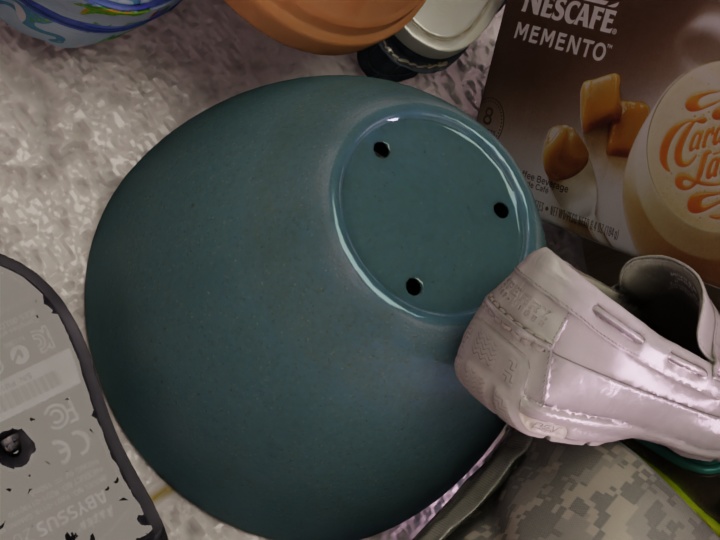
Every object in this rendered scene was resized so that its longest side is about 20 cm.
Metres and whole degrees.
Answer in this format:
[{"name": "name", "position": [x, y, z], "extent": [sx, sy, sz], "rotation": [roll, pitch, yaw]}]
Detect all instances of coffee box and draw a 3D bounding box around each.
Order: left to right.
[{"name": "coffee box", "position": [0.147, -0.059, 0.755], "extent": [0.079, 0.199, 0.115], "rotation": [8, 102, -42]}]

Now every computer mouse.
[{"name": "computer mouse", "position": [-0.135, 0.090, 0.665], "extent": [0.137, 0.053, 0.202], "rotation": [-20, 88, -23]}]

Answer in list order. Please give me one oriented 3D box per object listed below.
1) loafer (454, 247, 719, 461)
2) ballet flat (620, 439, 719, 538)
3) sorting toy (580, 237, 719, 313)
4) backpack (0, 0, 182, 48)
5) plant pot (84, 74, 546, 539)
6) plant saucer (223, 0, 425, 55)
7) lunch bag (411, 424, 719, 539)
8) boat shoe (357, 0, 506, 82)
[{"name": "loafer", "position": [0.120, 0.031, 0.685], "extent": [0.199, 0.070, 0.070], "rotation": [8, 23, -49]}, {"name": "ballet flat", "position": [0.159, 0.107, 0.742], "extent": [0.066, 0.068, 0.200], "rotation": [-18, 35, -32]}, {"name": "sorting toy", "position": [0.208, 0.021, 0.788], "extent": [0.069, 0.199, 0.201], "rotation": [7, 66, -43]}, {"name": "backpack", "position": [-0.100, -0.192, 0.747], "extent": [0.200, 0.153, 0.163], "rotation": [-49, 116, -20]}, {"name": "plant pot", "position": [0.000, 0.000, 0.718], "extent": [0.198, 0.135, 0.202], "rotation": [10, 67, -23]}, {"name": "plant saucer", "position": [-0.016, -0.193, 0.723], "extent": [0.199, 0.037, 0.202], "rotation": [12, 74, -50]}, {"name": "lunch bag", "position": [0.069, 0.171, 0.677], "extent": [0.200, 0.139, 0.168], "rotation": [-41, 98, -27]}, {"name": "boat shoe", "position": [0.064, -0.166, 0.859], "extent": [0.075, 0.062, 0.201], "rotation": [38, 61, -11]}]
